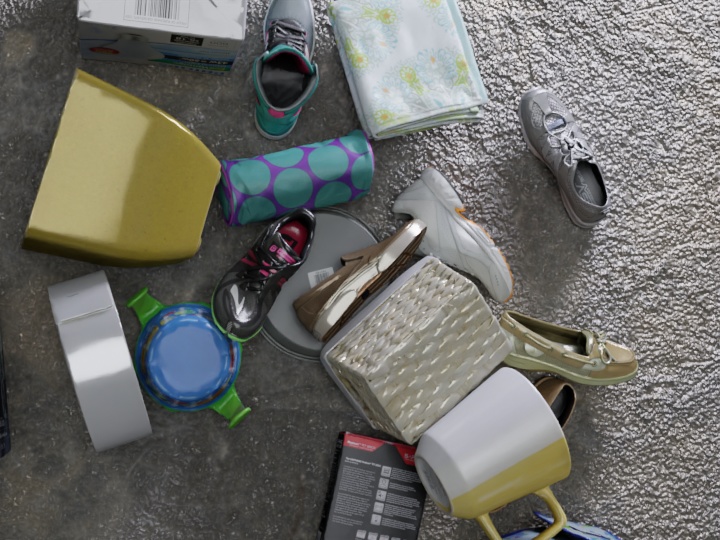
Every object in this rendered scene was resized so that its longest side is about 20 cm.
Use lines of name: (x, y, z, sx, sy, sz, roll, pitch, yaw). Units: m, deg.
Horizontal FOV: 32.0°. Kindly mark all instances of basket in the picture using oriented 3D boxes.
basket: (0.073, 0.101, 1.556, 0.199, 0.123, 0.136, -41, 116, -11)

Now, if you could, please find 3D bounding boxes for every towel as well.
towel: (0.062, -0.273, 1.625, 0.169, 0.048, 0.203, -12, 74, -17)

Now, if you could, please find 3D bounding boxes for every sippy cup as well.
sippy cup: (-0.207, 0.105, 1.513, 0.175, 0.130, 0.142, 14, 85, -7)

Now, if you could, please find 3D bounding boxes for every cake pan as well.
cake pan: (-0.050, 0.015, 1.603, 0.197, 0.037, 0.204, 1, 85, -11)

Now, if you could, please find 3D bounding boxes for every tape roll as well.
tape roll: (-0.303, 0.105, 1.461, 0.070, 0.202, 0.206, -16, 88, -11)

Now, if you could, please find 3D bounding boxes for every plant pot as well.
plant pot: (-0.279, -0.098, 1.497, 0.197, 0.194, 0.199, 17, 82, -15)

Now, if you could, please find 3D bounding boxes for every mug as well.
mug: (0.158, 0.231, 1.493, 0.152, 0.150, 0.187, -28, 55, -17)

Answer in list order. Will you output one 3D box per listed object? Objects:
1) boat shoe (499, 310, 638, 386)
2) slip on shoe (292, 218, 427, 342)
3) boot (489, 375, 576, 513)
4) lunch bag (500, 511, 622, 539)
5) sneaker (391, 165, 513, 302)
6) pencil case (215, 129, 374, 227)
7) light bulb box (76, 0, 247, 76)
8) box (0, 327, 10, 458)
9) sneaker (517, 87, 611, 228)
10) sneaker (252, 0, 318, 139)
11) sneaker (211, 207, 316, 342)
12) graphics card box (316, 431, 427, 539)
boat shoe: (0.271, 0.098, 1.634, 0.197, 0.074, 0.064, 12, 121, -4)
slip on shoe: (0.000, 0.000, 1.563, 0.061, 0.076, 0.200, 43, 83, 13)
boot: (0.209, 0.224, 1.617, 0.073, 0.075, 0.201, 35, 82, -9)
lunch bag: (0.249, 0.376, 1.560, 0.197, 0.170, 0.130, -15, 94, -13)
sneaker: (0.117, -0.030, 1.629, 0.092, 0.076, 0.201, -37, 85, -4)
pencil case: (-0.083, -0.116, 1.583, 0.197, 0.093, 0.086, -14, 120, -15)
light bulb box: (-0.239, -0.325, 1.512, 0.195, 0.200, 0.127, 5, 86, -10)
box: (-0.470, 0.120, 1.428, 0.122, 0.200, 0.200, -7, 87, -13)
sneaker: (0.281, -0.156, 1.659, 0.074, 0.082, 0.202, -31, 91, -12)
sneaker: (-0.093, -0.275, 1.577, 0.082, 0.121, 0.204, 8, 83, -10)
sneaker: (-0.115, -0.003, 1.503, 0.076, 0.084, 0.201, 31, 57, -4)
graphics card box: (0.013, 0.314, 1.582, 0.123, 0.051, 0.203, 13, 82, -10)
